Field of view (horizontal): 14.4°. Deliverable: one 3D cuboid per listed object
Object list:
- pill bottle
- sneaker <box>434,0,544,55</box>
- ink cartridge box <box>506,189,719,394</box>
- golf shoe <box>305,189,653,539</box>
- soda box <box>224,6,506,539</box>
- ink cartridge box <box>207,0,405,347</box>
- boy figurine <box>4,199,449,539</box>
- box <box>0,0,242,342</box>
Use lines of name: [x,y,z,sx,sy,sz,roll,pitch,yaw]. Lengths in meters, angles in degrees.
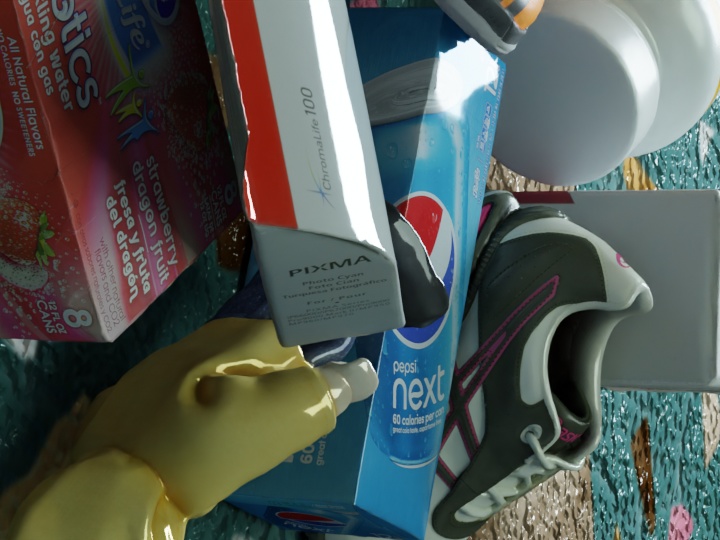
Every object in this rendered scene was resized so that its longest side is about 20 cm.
pill bottle: [0.122,-0.119,1.285,0.200,0.113,0.113,-49,133,-50]
sneaker: [0.070,-0.163,1.131,0.078,0.112,0.200,45,20,-18]
ink cartridge box: [0.127,0.012,1.269,0.200,0.147,0.083,7,84,-62]
golf shoe: [0.043,0.070,1.148,0.077,0.088,0.200,11,103,-55]
soda box: [0.000,0.000,1.114,0.064,0.068,0.200,34,63,-58]
ink cartridge box: [-0.023,-0.081,0.879,0.200,0.047,0.160,87,-8,-72]
boy figurine: [-0.047,0.052,0.978,0.064,0.124,0.200,56,48,-21]
box: [-0.116,-0.086,0.860,0.095,0.100,0.200,-47,131,-50]
